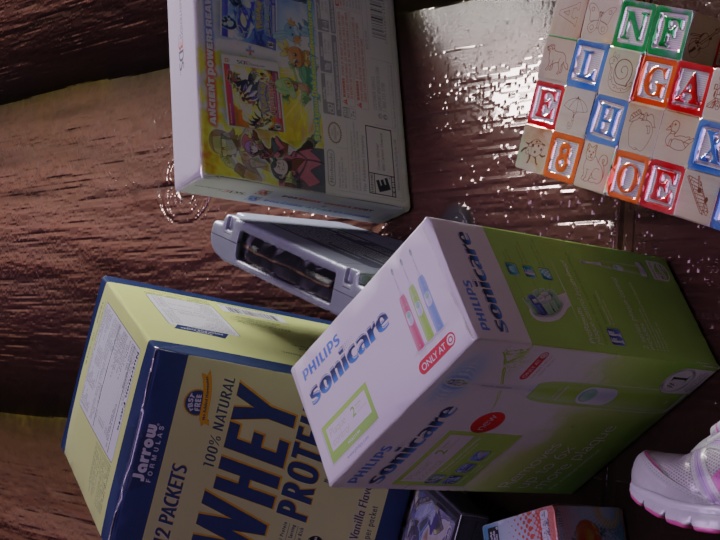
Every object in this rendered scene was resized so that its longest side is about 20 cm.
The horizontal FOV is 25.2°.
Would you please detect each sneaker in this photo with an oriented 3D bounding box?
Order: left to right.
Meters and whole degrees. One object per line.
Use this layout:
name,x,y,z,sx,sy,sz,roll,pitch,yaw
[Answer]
sneaker,0.230,0.096,0.850,0.199,0.081,0.089,-8,76,43

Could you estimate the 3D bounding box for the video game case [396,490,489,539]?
video game case,0.020,0.230,1.093,0.181,0.025,0.202,-147,69,-69

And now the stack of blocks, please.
stack of blocks,0.188,-0.093,0.950,0.199,0.058,0.116,24,102,52

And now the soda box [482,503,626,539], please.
soda box,0.127,0.245,0.961,0.068,0.063,0.202,-26,62,47

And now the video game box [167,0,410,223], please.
video game box,-0.053,-0.143,1.174,0.047,0.181,0.202,-23,65,48

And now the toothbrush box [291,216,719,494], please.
toothbrush box,0.084,0.057,0.942,0.146,0.199,0.087,-47,49,35

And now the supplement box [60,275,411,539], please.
supplement box,-0.085,0.107,1.118,0.200,0.198,0.136,-144,67,-68

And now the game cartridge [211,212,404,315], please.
game cartridge,0.000,0.000,1.117,0.199,0.132,0.042,24,101,53
